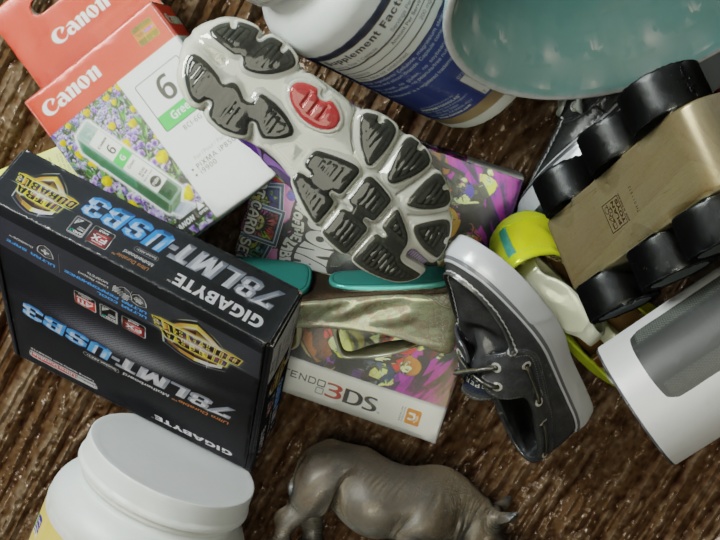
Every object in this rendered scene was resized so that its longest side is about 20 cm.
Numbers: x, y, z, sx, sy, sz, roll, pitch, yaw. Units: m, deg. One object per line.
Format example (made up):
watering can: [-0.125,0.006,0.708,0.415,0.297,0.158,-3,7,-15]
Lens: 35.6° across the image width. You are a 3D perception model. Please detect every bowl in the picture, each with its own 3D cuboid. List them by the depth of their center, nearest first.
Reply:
bowl: [0.133,-0.191,0.609,0.199,0.201,0.106,-14,67,8]

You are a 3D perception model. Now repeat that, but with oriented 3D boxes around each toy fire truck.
toy fire truck: [0.220,-0.073,0.660,0.198,0.176,0.130,-16,76,-20]

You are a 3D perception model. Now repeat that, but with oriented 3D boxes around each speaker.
speaker: [0.236,0.022,0.624,0.199,0.081,0.082,-35,94,12]

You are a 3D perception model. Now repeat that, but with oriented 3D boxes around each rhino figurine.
rhino figurine: [0.038,0.180,0.806,0.198,0.060,0.088,14,90,0]

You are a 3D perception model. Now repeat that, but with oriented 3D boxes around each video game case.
video game case: [0.000,0.000,0.794,0.180,0.036,0.202,19,100,2]

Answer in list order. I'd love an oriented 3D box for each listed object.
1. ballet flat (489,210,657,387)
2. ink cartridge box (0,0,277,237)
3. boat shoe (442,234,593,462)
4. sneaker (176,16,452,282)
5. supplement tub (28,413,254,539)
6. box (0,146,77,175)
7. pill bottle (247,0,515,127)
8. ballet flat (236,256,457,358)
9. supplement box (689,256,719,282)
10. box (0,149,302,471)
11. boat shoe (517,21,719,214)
ballet flat: [0.162,0.039,0.745,0.200,0.067,0.067,40,111,-16]
ink cartridge box: [-0.151,-0.114,0.731,0.109,0.050,0.201,-35,97,9]
boat shoe: [0.093,0.061,0.733,0.066,0.200,0.070,-47,47,-13]
sneaker: [-0.023,-0.078,0.685,0.200,0.083,0.081,44,92,-7]
supplement tub: [-0.168,0.219,0.791,0.144,0.145,0.202,24,100,2]
box: [-0.179,-0.063,0.795,0.198,0.050,0.076,-22,97,9]
pill bottle: [0.010,-0.169,0.679,0.199,0.111,0.112,19,104,-39]
ballet flat: [-0.028,0.029,0.751,0.198,0.068,0.063,3,109,5]
supplement box: [0.299,-0.055,0.709,0.073,0.126,0.201,28,100,0]
box: [-0.143,0.036,0.739,0.199,0.199,0.050,27,56,6]
boat shoe: [0.165,-0.108,0.736,0.200,0.073,0.068,-53,53,36]
